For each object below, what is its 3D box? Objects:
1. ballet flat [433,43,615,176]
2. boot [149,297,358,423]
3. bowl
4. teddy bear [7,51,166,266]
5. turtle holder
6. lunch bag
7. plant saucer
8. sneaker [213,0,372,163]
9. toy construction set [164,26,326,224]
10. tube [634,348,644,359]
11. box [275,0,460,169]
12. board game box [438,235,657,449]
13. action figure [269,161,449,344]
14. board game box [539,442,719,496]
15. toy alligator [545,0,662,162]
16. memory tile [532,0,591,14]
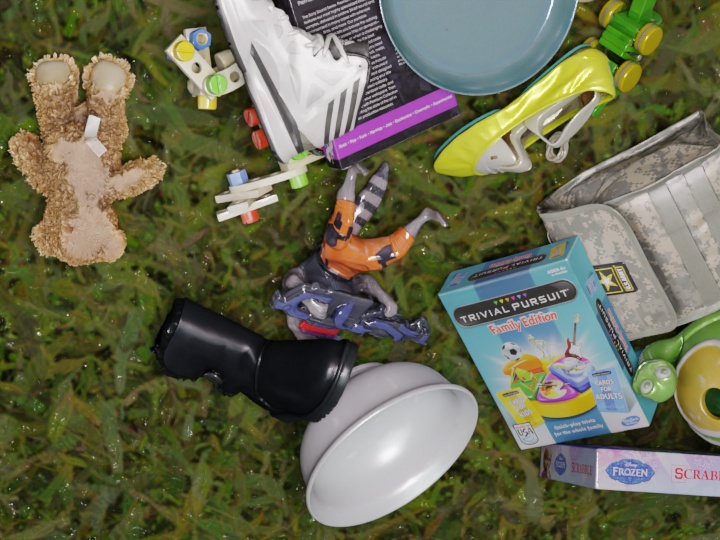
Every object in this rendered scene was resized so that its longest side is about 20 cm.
[{"bbox_3d":[0.158,-0.135,1.270,0.199,0.067,0.068,-35,66,19],"label":"ballet flat"},{"bbox_3d":[-0.109,0.083,1.285,0.167,0.200,0.077,26,69,-16],"label":"boot"},{"bbox_3d":[0.013,0.159,1.346,0.199,0.091,0.202,-24,143,-20],"label":"bowl"},{"bbox_3d":[-0.263,-0.108,1.269,0.143,0.067,0.202,-18,103,-9],"label":"teddy bear"},{"bbox_3d":[0.370,0.106,1.311,0.185,0.132,0.141,37,114,-22],"label":"turtle holder"},{"bbox_3d":[0.291,-0.033,1.317,0.198,0.118,0.165,-28,112,12],"label":"lunch bag"},{"bbox_3d":[0.108,-0.265,1.232,0.197,0.027,0.203,-4,105,-15],"label":"plant saucer"},{"bbox_3d":[-0.056,-0.204,1.161,0.114,0.076,0.202,-21,115,1],"label":"sneaker"},{"bbox_3d":[-0.102,-0.140,1.252,0.130,0.092,0.202,-24,120,-23],"label":"toy construction set"},{"bbox_3d":[0.359,0.093,1.403,0.198,0.051,0.078,-19,113,4],"label":"tube"},{"bbox_3d":[0.004,-0.214,1.238,0.142,0.036,0.202,-26,111,-24],"label":"box"},{"bbox_3d":[0.189,0.078,1.341,0.150,0.047,0.201,-17,113,34],"label":"board game box"},{"bbox_3d":[0.000,0.000,1.328,0.199,0.105,0.194,24,114,-41],"label":"action figure"},{"bbox_3d":[0.303,0.202,1.354,0.197,0.200,0.042,5,84,-8],"label":"board game box"},{"bbox_3d":[0.243,-0.192,1.294,0.054,0.059,0.201,-1,125,-52],"label":"toy alligator"},{"bbox_3d":[0.148,-0.335,1.251,0.151,0.017,0.202,-16,110,0],"label":"memory tile"}]
